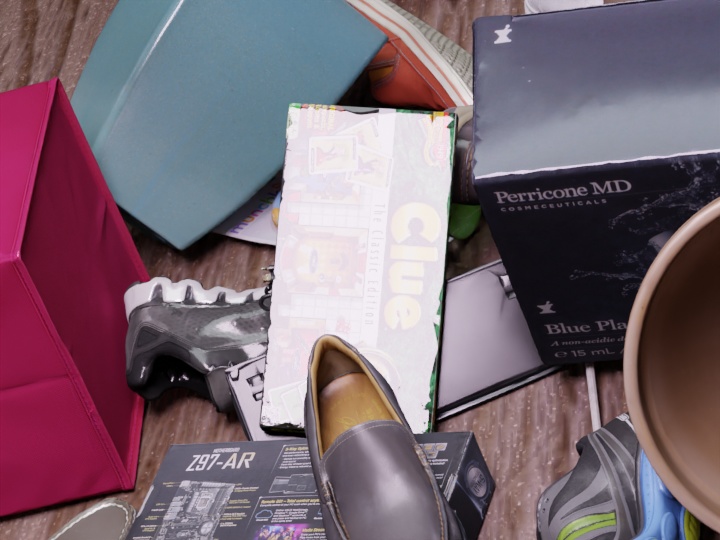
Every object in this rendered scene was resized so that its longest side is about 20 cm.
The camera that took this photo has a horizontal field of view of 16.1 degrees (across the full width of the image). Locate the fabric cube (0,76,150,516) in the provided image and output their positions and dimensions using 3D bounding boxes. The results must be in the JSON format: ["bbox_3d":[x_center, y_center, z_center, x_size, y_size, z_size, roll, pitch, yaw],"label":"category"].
[{"bbox_3d":[-0.257,0.029,1.602,0.199,0.200,0.196,-14,35,11],"label":"fabric cube"}]

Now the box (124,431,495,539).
[{"bbox_3d":[-0.041,0.163,1.428,0.200,0.044,0.160,-5,38,25],"label":"box"}]

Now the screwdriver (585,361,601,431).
[{"bbox_3d":[0.133,0.046,1.498,0.028,0.029,0.200,-15,34,12],"label":"screwdriver"}]

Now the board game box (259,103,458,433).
[{"bbox_3d":[0.000,0.000,1.518,0.105,0.023,0.200,3,78,4],"label":"board game box"}]

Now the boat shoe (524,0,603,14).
[{"bbox_3d":[0.149,-0.192,1.735,0.072,0.069,0.200,-5,16,2],"label":"boat shoe"}]

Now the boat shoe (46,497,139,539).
[{"bbox_3d":[-0.192,0.198,1.455,0.072,0.060,0.202,12,48,41],"label":"boat shoe"}]

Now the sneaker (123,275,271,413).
[{"bbox_3d":[-0.059,0.050,1.578,0.200,0.066,0.091,-2,54,17],"label":"sneaker"}]

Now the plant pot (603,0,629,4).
[{"bbox_3d":[0.229,-0.142,1.568,0.200,0.175,0.200,-15,35,11],"label":"plant pot"}]

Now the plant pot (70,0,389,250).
[{"bbox_3d":[-0.112,-0.123,1.736,0.200,0.141,0.141,-55,22,-6],"label":"plant pot"}]

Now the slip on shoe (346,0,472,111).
[{"bbox_3d":[0.039,-0.137,1.780,0.200,0.074,0.061,41,104,47],"label":"slip on shoe"}]

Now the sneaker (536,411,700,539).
[{"bbox_3d":[0.131,0.151,1.334,0.083,0.071,0.200,-21,31,29],"label":"sneaker"}]

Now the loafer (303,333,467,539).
[{"bbox_3d":[0.004,0.112,1.367,0.073,0.072,0.200,-24,35,-4],"label":"loafer"}]

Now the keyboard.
[{"bbox_3d":[0.014,0.037,1.530,0.200,0.021,0.127,-21,77,-1],"label":"keyboard"}]

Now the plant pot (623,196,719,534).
[{"bbox_3d":[0.239,0.043,1.326,0.201,0.201,0.093,-16,7,11],"label":"plant pot"}]

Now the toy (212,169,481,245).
[{"bbox_3d":[-0.005,-0.060,1.702,0.200,0.047,0.115,14,43,40],"label":"toy"}]

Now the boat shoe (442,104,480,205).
[{"bbox_3d":[0.112,-0.082,1.630,0.073,0.075,0.200,19,32,26],"label":"boat shoe"}]

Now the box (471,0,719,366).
[{"bbox_3d":[0.177,-0.050,1.416,0.197,0.200,0.118,-6,55,14],"label":"box"}]
